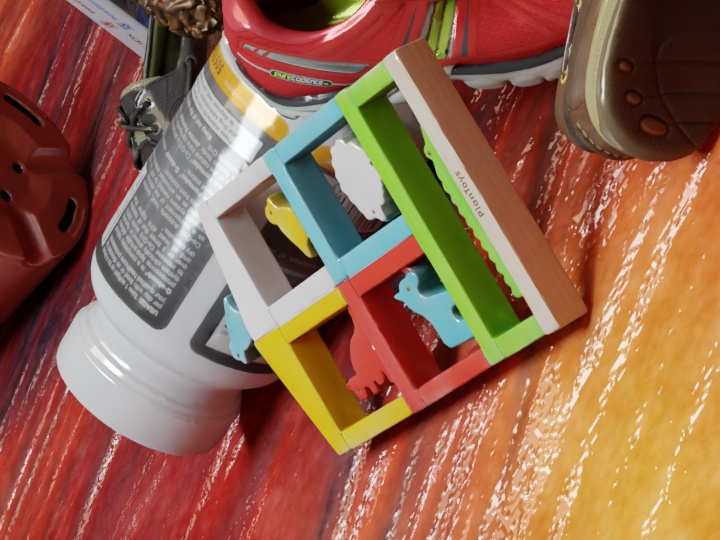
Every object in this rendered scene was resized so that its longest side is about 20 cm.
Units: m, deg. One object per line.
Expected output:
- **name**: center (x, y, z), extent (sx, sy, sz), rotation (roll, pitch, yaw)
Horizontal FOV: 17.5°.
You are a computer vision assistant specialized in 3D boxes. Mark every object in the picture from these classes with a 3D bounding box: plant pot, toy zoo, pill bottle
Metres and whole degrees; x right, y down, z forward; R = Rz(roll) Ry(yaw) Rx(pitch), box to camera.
- **plant pot**: center (-0.298, -0.022, 1.576), extent (0.195, 0.201, 0.201), rotation (-36, 36, 35)
- **toy zoo**: center (0.000, 0.000, 1.007), extent (0.020, 0.131, 0.200), rotation (-28, -5, -39)
- **pill bottle**: center (-0.060, -0.015, 1.136), extent (0.200, 0.116, 0.116), rotation (-56, 25, 21)

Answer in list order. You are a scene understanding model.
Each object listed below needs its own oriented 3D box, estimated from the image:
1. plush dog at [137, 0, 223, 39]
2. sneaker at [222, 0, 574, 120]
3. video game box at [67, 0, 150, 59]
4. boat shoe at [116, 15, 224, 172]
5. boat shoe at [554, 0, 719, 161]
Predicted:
- **plush dog**: center (-0.050, -0.206, 1.201), extent (0.160, 0.171, 0.200), rotation (164, 104, -77)
- **sneaker**: center (0.034, -0.121, 0.998), extent (0.200, 0.085, 0.077), rotation (-18, 53, 13)
- **video game box**: center (-0.137, -0.255, 1.449), extent (0.047, 0.182, 0.200), rotation (8, 73, 37)
- **boat shoe**: center (-0.114, -0.092, 1.386), extent (0.073, 0.065, 0.200), rotation (-32, 42, 50)
- **boat shoe**: center (0.121, -0.139, 0.926), extent (0.068, 0.072, 0.200), rotation (2, 73, 63)
